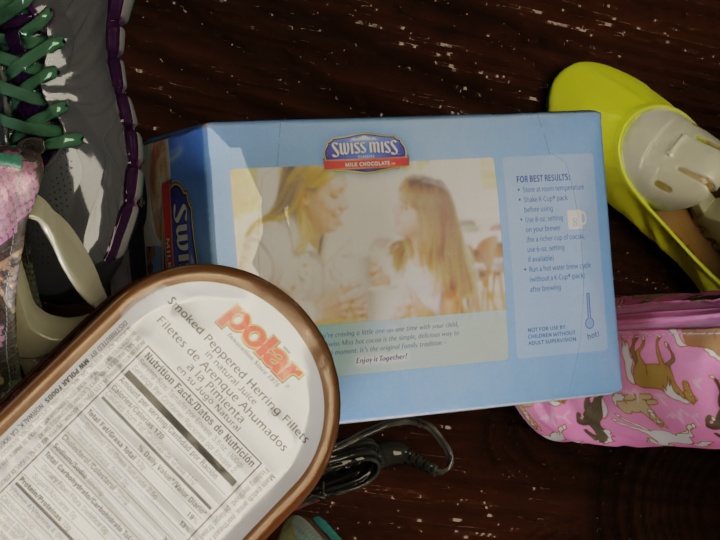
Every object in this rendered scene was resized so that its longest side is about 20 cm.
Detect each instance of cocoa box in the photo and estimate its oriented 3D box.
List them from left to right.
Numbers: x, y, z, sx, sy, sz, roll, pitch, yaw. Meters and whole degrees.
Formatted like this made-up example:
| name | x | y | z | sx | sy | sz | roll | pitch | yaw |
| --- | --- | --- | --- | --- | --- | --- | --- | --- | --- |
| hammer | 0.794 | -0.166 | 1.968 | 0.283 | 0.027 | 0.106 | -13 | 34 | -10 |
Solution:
| name | x | y | z | sx | sy | sz | roll | pitch | yaw |
| --- | --- | --- | --- | --- | --- | --- | --- | --- | --- |
| cocoa box | 0.000 | 0.000 | 0.902 | 0.199 | 0.131 | 0.134 | -4 | 89 | -26 |

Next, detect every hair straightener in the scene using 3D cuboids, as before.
| name | x | y | z | sx | sy | sz | roll | pitch | yaw |
| --- | --- | --- | --- | --- | --- | --- | --- | --- | --- |
| hair straightener | -0.040 | 0.107 | 0.907 | 0.199 | 0.077 | 0.041 | -13 | 76 | -25 |

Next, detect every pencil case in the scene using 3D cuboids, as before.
| name | x | y | z | sx | sy | sz | roll | pitch | yaw |
| --- | --- | --- | --- | --- | --- | --- | --- | --- | --- |
| pencil case | 0.155 | 0.043 | 0.942 | 0.083 | 0.200 | 0.087 | -15 | 95 | -36 |

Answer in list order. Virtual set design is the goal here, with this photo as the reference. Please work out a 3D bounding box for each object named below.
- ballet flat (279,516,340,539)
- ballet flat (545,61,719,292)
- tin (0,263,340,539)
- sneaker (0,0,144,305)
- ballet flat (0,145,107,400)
| name | x | y | z | sx | sy | sz | roll | pitch | yaw |
| --- | --- | --- | --- | --- | --- | --- | --- | --- | --- |
| ballet flat | 0.002 | 0.179 | 0.816 | 0.071 | 0.200 | 0.069 | -30 | 139 | -17 |
| ballet flat | 0.178 | -0.034 | 1.027 | 0.200 | 0.067 | 0.067 | 48 | 70 | -16 |
| tin | -0.092 | 0.083 | 0.766 | 0.200 | 0.042 | 0.112 | -46 | 99 | -16 |
| sneaker | -0.142 | -0.088 | 0.848 | 0.087 | 0.074 | 0.201 | 29 | 56 | -59 |
| ballet flat | -0.136 | 0.029 | 0.813 | 0.071 | 0.069 | 0.201 | -5 | 134 | 0 |
